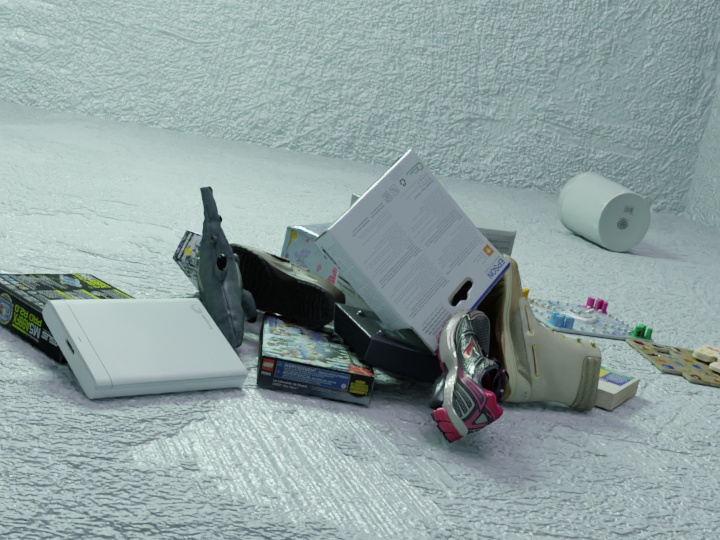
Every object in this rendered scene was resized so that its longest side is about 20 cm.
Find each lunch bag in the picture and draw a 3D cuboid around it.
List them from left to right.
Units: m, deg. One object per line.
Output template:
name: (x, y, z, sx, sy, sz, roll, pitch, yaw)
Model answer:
lunch bag: (0.000, 0.000, 1.825, 0.199, 0.128, 0.169, 27, 20, 31)

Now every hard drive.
hard drive: (-0.235, 0.082, 1.315, 0.199, 0.027, 0.132, 1, 40, -45)
hard drive: (0.068, 0.098, 1.485, 0.199, 0.043, 0.135, 16, 13, -29)

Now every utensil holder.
utensil holder: (0.631, -0.149, 3.086, 0.168, 0.172, 0.200, 7, 15, -23)

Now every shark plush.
shark plush: (-0.168, -0.004, 1.499, 0.090, 0.202, 0.083, 4, -2, -10)

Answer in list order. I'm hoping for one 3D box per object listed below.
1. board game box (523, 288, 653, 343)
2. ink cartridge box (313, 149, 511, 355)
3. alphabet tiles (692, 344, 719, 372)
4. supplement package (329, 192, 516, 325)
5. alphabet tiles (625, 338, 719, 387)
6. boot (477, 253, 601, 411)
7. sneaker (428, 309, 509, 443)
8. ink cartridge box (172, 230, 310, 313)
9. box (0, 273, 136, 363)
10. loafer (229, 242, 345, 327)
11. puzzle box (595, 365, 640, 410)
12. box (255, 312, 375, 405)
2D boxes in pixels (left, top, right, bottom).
board game box: (0.388, 0.076, 2.103, 0.198, 0.026, 0.200, 8, 12, -19)
ink cartridge box: (0.068, -0.021, 1.472, 0.200, 0.041, 0.200, 49, 51, -4)
alphabet tiles: (0.652, 0.165, 1.959, 0.199, 0.015, 0.195, 22, 13, 28)
supplement package: (0.081, 0.016, 1.636, 0.190, 0.202, 0.147, 5, 14, -29)
alphabet tiles: (0.542, 0.155, 1.936, 0.166, 0.008, 0.200, 11, 12, -10)
boot: (0.237, 0.083, 1.564, 0.153, 0.202, 0.072, 9, -26, -22)
sneaker: (0.134, 0.117, 1.367, 0.074, 0.081, 0.201, -23, 30, 23)
ink cartridge box: (-0.154, 0.013, 1.665, 0.198, 0.051, 0.109, 18, -20, 21)
box: (-0.338, 0.053, 1.417, 0.199, 0.045, 0.159, 23, 15, 40)
loafer: (-0.103, 0.022, 1.562, 0.199, 0.074, 0.071, 27, 16, 27)
puzzle box: (0.281, 0.143, 1.675, 0.199, 0.026, 0.133, 18, 13, 27)
box: (-0.058, 0.105, 1.466, 0.136, 0.040, 0.200, 12, 11, -7)
